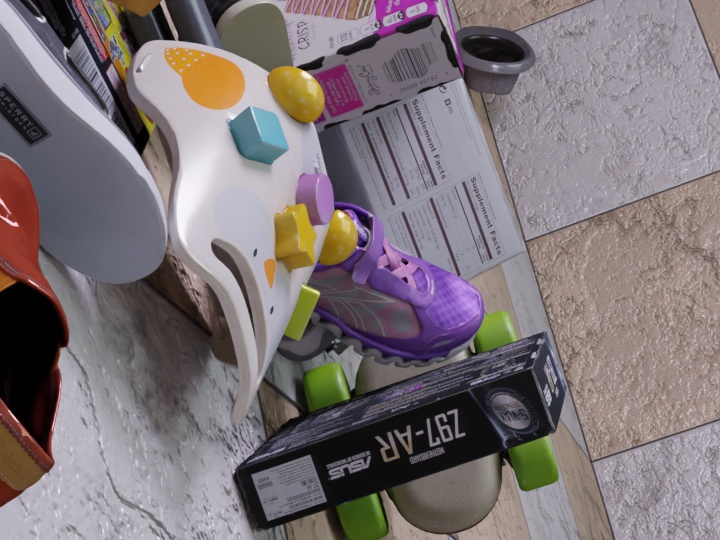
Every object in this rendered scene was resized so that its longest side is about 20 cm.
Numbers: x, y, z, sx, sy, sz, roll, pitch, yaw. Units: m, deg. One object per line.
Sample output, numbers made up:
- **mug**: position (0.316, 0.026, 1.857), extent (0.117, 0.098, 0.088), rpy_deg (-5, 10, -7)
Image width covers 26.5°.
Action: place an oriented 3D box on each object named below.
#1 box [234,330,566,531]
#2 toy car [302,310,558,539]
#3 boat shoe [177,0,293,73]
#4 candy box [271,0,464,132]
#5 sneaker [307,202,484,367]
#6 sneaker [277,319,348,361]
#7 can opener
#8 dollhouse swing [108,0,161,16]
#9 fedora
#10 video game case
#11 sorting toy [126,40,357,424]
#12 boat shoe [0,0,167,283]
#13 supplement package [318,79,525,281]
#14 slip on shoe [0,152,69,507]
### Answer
- **box**: position (0.032, 0.101, 0.998), extent (0.160, 0.198, 0.044), rpy_deg (-30, 100, -79)
- **toy car**: position (0.060, 0.134, 1.209), extent (0.200, 0.163, 0.159), rpy_deg (64, 9, -75)
- **boat shoe**: position (-0.083, -0.109, 1.059), extent (0.063, 0.073, 0.203), rpy_deg (41, -34, 39)
- **candy box**: position (-0.031, -0.167, 1.140), extent (0.137, 0.198, 0.061), rpy_deg (-98, 163, -51)
- **sneaker**: position (0.000, 0.000, 1.036), extent (0.198, 0.089, 0.081), rpy_deg (19, 51, -15)
- **sneaker**: position (-0.025, 0.029, 1.156), extent (0.200, 0.074, 0.083), rpy_deg (-75, 142, -71)
- **can opener**: position (-0.118, -0.163, 0.967), extent (0.066, 0.052, 0.202), rpy_deg (-53, 123, -77)
- **dollhouse swing**: position (-0.145, -0.267, 0.791), extent (0.176, 0.182, 0.200), rpy_deg (41, 10, 20)
- **fedora**: position (0.267, -0.420, 3.141), extent (0.201, 0.175, 0.091), rpy_deg (-106, -159, -57)
- **video game case**: position (-0.175, -0.165, 0.905), extent (0.181, 0.025, 0.201), rpy_deg (-84, 151, -65)
- **sorting toy**: position (-0.070, -0.011, 0.884), extent (0.181, 0.106, 0.202), rpy_deg (-81, 160, -56)
- **boat shoe**: position (-0.158, -0.079, 0.757), extent (0.200, 0.069, 0.067), rpy_deg (52, 22, -37)
- **supplement package**: position (0.021, -0.069, 1.244), extent (0.157, 0.110, 0.200), rpy_deg (68, -17, -13)
- **slip on shoe**: position (-0.149, 0.020, 0.635), extent (0.201, 0.061, 0.074), rpy_deg (-98, 162, -50)
